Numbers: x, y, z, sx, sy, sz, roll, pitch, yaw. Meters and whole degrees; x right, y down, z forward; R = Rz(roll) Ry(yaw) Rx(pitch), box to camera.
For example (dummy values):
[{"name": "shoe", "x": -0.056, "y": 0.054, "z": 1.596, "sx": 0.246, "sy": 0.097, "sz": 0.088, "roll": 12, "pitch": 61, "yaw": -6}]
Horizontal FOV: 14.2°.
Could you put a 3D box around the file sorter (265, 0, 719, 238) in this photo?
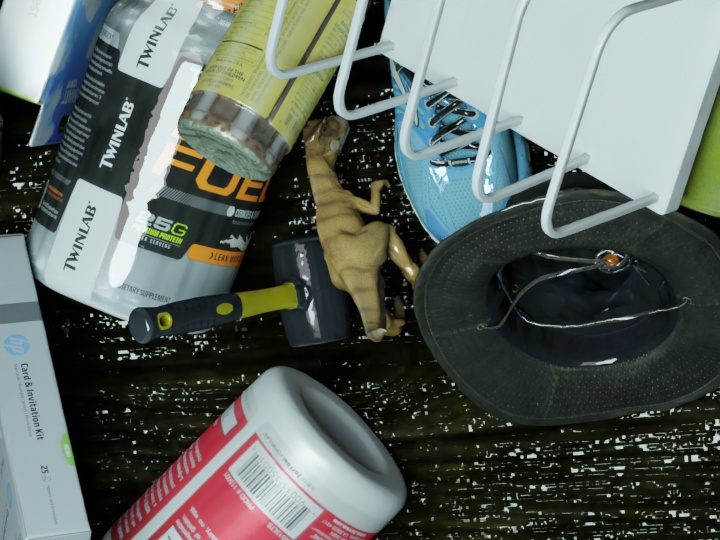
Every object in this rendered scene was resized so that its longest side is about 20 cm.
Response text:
[{"name": "file sorter", "x": 0.071, "y": -0.122, "z": 1.478, "sx": 0.200, "sy": 0.124, "sz": 0.139, "roll": 32, "pitch": 122, "yaw": 28}]

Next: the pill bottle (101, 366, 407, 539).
[{"name": "pill bottle", "x": -0.078, "y": 0.160, "z": 1.668, "sx": 0.200, "sy": 0.112, "sz": 0.112, "roll": -45, "pitch": 82, "yaw": 12}]

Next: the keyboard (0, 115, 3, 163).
[{"name": "keyboard", "x": -0.237, "y": -0.118, "z": 1.653, "sx": 0.021, "sy": 0.200, "sz": 0.127, "roll": -25, "pitch": 87, "yaw": -10}]

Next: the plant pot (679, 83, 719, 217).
[{"name": "plant pot", "x": 0.204, "y": -0.138, "z": 1.555, "sx": 0.200, "sy": 0.200, "sz": 0.193, "roll": 29, "pitch": 110, "yaw": 11}]

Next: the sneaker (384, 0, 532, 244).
[{"name": "sneaker", "x": 0.043, "y": -0.103, "z": 1.635, "sx": 0.078, "sy": 0.090, "sz": 0.200, "roll": -12, "pitch": 90, "yaw": 14}]

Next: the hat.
[{"name": "hat", "x": 0.121, "y": 0.000, "z": 1.609, "sx": 0.200, "sy": 0.201, "sz": 0.081, "roll": -13, "pitch": 48, "yaw": 14}]

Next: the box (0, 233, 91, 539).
[{"name": "box", "x": -0.196, "y": 0.104, "z": 1.636, "sx": 0.041, "sy": 0.156, "sz": 0.200, "roll": -6, "pitch": 55, "yaw": -15}]

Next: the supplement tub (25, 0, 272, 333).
[{"name": "supplement tub", "x": -0.107, "y": -0.075, "z": 1.657, "sx": 0.122, "sy": 0.123, "sz": 0.200, "roll": 22, "pitch": 98, "yaw": 12}]

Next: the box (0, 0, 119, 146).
[{"name": "box", "x": -0.160, "y": -0.174, "z": 1.665, "sx": 0.048, "sy": 0.122, "sz": 0.200, "roll": 22, "pitch": 98, "yaw": 7}]

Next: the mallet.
[{"name": "mallet", "x": -0.068, "y": 0.010, "z": 1.617, "sx": 0.041, "sy": 0.200, "sz": 0.066, "roll": -10, "pitch": 84, "yaw": 30}]

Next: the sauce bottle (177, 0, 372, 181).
[{"name": "sauce bottle", "x": -0.028, "y": -0.145, "z": 1.581, "sx": 0.065, "sy": 0.065, "sz": 0.200, "roll": 27, "pitch": 73, "yaw": 11}]

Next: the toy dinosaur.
[{"name": "toy dinosaur", "x": 0.000, "y": 0.000, "z": 1.635, "sx": 0.060, "sy": 0.106, "sz": 0.200, "roll": -37, "pitch": 45, "yaw": 18}]
